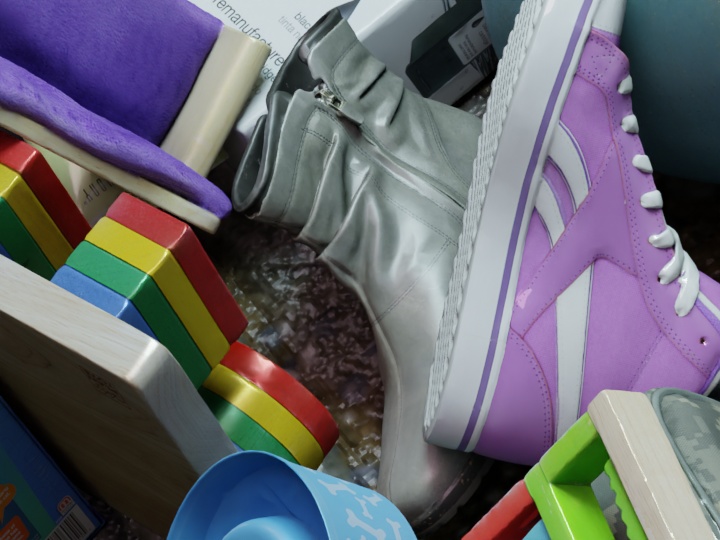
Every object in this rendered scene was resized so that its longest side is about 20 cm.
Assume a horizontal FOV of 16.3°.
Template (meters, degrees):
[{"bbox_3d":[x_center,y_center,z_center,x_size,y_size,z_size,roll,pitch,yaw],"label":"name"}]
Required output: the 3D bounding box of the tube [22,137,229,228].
[{"bbox_3d":[-0.138,-0.096,1.127,0.200,0.052,0.058,54,129,30],"label":"tube"}]

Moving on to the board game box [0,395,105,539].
[{"bbox_3d":[-0.199,0.098,0.975,0.045,0.200,0.152,34,73,33],"label":"board game box"}]

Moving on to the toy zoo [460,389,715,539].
[{"bbox_3d":[0.053,0.150,0.817,0.200,0.020,0.131,-50,48,36],"label":"toy zoo"}]

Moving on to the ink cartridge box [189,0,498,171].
[{"bbox_3d":[-0.003,-0.140,1.131,0.200,0.083,0.147,-39,55,-8],"label":"ink cartridge box"}]

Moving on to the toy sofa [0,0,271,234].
[{"bbox_3d":[-0.121,-0.092,0.982,0.097,0.200,0.083,25,88,42],"label":"toy sofa"}]

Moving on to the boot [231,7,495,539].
[{"bbox_3d":[0.000,0.000,1.006,0.068,0.130,0.200,-34,34,47],"label":"boot"}]

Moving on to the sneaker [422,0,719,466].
[{"bbox_3d":[0.097,-0.023,0.934,0.114,0.073,0.201,11,104,-3],"label":"sneaker"}]

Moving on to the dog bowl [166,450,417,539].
[{"bbox_3d":[-0.014,0.159,0.847,0.111,0.049,0.201,-35,58,45],"label":"dog bowl"}]

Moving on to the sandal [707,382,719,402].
[{"bbox_3d":[0.161,0.054,0.978,0.200,0.043,0.076,-8,65,10],"label":"sandal"}]

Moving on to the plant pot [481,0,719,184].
[{"bbox_3d":[0.129,-0.120,1.022,0.135,0.200,0.201,-16,51,37],"label":"plant pot"}]

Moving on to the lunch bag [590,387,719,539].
[{"bbox_3d":[0.109,0.163,0.862,0.168,0.139,0.200,-41,51,20],"label":"lunch bag"}]

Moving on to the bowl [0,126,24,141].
[{"bbox_3d":[-0.208,-0.046,1.171,0.200,0.039,0.201,-9,56,14],"label":"bowl"}]

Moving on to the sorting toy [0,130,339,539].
[{"bbox_3d":[-0.105,0.027,0.987,0.200,0.199,0.070,26,70,31],"label":"sorting toy"}]
